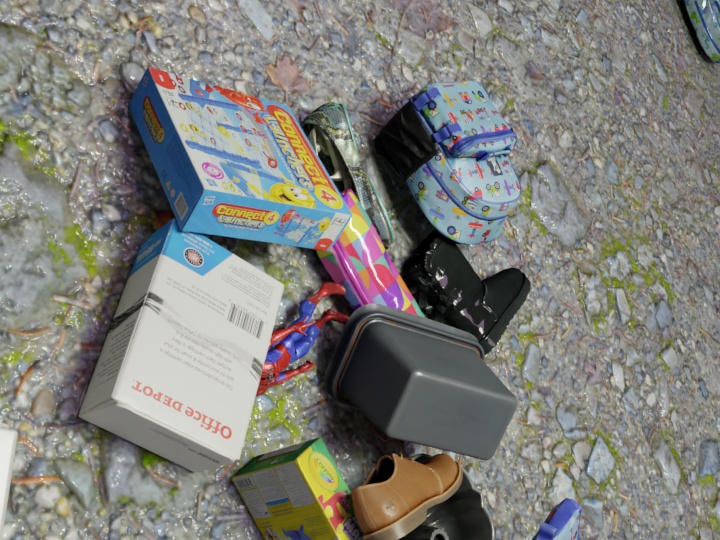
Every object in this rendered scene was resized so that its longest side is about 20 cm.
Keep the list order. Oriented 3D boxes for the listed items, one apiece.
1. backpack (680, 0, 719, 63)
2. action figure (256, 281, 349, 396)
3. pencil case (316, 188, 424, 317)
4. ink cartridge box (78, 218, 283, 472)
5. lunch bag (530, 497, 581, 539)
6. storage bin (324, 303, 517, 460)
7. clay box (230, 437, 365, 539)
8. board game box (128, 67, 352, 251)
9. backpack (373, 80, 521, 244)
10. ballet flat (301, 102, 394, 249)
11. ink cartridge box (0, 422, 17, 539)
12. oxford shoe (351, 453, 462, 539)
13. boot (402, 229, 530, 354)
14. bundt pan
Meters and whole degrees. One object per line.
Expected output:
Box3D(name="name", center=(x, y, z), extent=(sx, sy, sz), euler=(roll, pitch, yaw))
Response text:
Box3D(name="backpack", center=(0.866, -0.608, 2.177), extent=(0.162, 0.152, 0.204), euler=(-6, 90, -52))
Box3D(name="action figure", center=(-0.077, 0.085, 1.004), extent=(0.200, 0.051, 0.066), euler=(-41, 137, -44))
Box3D(name="pencil case", center=(0.000, 0.000, 1.097), extent=(0.202, 0.088, 0.088), euler=(57, 44, -10))
Box3D(name="ink cartridge box", center=(-0.173, 0.077, 0.894), extent=(0.145, 0.084, 0.203), euler=(33, 53, -29))
Box3D(name="lunch bag", center=(0.204, 0.373, 1.059), extent=(0.150, 0.093, 0.203), euler=(-33, 135, -47))
Box3D(name="storage bin", center=(0.074, 0.147, 1.033), extent=(0.197, 0.134, 0.148), euler=(19, 102, -29))
Box3D(name="clay box", center=(-0.040, 0.278, 0.916), extent=(0.047, 0.114, 0.202), euler=(-34, 98, -47))
Box3D(name="board game box", center=(-0.132, -0.120, 0.981), extent=(0.194, 0.056, 0.201), euler=(7, 42, -42))
Box3D(name="backpack", center=(0.141, -0.143, 1.232), extent=(0.181, 0.134, 0.202), euler=(-10, 64, -46))
Box3D(name="ballet flat", center=(-0.023, -0.113, 1.148), extent=(0.074, 0.074, 0.203), euler=(-18, 84, -46))
Box3D(name="ink cartridge box", center=(-0.351, 0.211, 0.663), extent=(0.143, 0.083, 0.204), euler=(19, 61, -38))
Box3D(name="oxford shoe", center=(0.052, 0.219, 0.935), extent=(0.072, 0.071, 0.199), euler=(62, 25, 8))
Box3D(name="boot", center=(0.149, 0.011, 1.252), extent=(0.163, 0.073, 0.199), euler=(49, 44, -9))
Box3D(name="bundt pan", center=(0.066, 0.318, 1.030), extent=(0.200, 0.075, 0.206), euler=(20, 60, -38))
